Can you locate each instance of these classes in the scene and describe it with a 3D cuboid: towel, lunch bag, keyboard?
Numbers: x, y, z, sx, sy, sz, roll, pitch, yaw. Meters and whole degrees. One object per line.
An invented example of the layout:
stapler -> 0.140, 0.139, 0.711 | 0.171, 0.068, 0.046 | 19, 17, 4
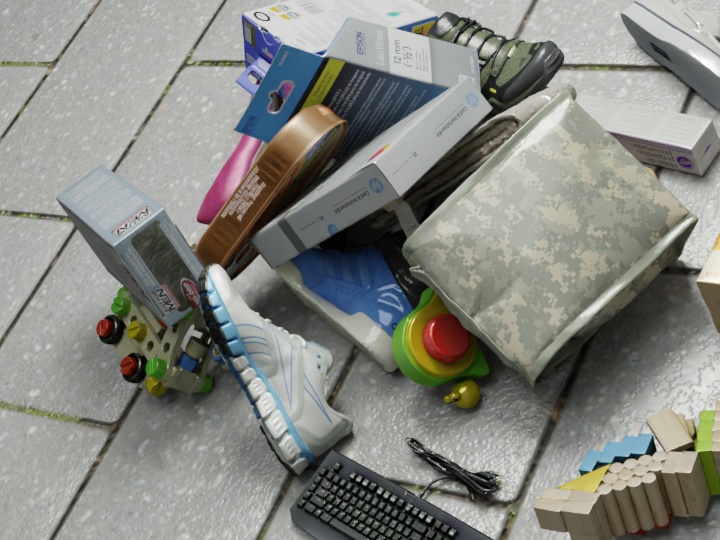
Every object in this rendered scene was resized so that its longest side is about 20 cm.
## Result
towel -> 0.100, -0.107, 1.378 | 0.200, 0.034, 0.133 | -33, 1, 36
lunch bag -> 0.154, -0.019, 1.259 | 0.200, 0.118, 0.164 | -41, 75, -10
keyboard -> 0.039, 0.195, 1.239 | 0.200, 0.021, 0.127 | 23, 66, 42

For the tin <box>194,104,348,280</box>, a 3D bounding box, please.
tin -> -0.085, -0.071, 1.397 | 0.042, 0.112, 0.200 | 41, 106, 11

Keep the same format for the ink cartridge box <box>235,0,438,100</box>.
ink cartridge box -> -0.036, -0.238, 1.589 | 0.200, 0.076, 0.136 | -19, 36, -25

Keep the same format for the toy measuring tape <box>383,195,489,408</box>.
toy measuring tape -> 0.047, 0.030, 1.292 | 0.074, 0.074, 0.200 | -26, 84, 7

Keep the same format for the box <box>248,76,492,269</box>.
box -> 0.007, -0.086, 1.337 | 0.200, 0.041, 0.156 | -30, 11, 49

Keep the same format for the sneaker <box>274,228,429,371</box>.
sneaker -> 0.001, 0.001, 1.396 | 0.111, 0.077, 0.200 | -47, 48, -7

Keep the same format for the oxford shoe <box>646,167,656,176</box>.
oxford shoe -> 0.170, -0.055, 1.352 | 0.200, 0.073, 0.071 | -24, 43, 9

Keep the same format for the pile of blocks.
pile of blocks -> 0.230, 0.159, 1.134 | 0.200, 0.062, 0.082 | -20, 31, 2

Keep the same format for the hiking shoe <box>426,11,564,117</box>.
hiking shoe -> 0.112, -0.207, 1.477 | 0.200, 0.101, 0.076 | -3, 46, 54

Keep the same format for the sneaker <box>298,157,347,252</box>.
sneaker -> -0.026, -0.098, 1.508 | 0.088, 0.074, 0.200 | -25, 43, 12

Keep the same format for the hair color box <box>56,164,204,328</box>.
hair color box -> -0.215, -0.027, 1.415 | 0.061, 0.099, 0.200 | -38, 28, -11

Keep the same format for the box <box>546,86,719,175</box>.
box -> 0.241, -0.134, 1.409 | 0.200, 0.039, 0.041 | 18, 63, 40

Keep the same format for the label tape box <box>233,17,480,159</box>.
label tape box -> -0.005, -0.171, 1.435 | 0.143, 0.200, 0.066 | 126, 151, -50

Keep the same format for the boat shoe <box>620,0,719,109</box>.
boat shoe -> 0.324, -0.215, 1.417 | 0.066, 0.072, 0.200 | -38, 34, 1

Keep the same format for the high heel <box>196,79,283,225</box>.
high heel -> -0.128, -0.133, 1.609 | 0.096, 0.067, 0.200 | -9, 59, 10

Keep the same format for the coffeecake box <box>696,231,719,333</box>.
coffeecake box -> 0.385, -0.036, 1.208 | 0.153, 0.073, 0.200 | 9, 56, 37

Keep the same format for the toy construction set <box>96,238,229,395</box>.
toy construction set -> -0.184, 0.046, 1.456 | 0.131, 0.092, 0.200 | -53, 32, 14

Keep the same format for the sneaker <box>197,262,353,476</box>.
sneaker -> -0.074, 0.076, 1.329 | 0.087, 0.200, 0.075 | -29, -1, -12
